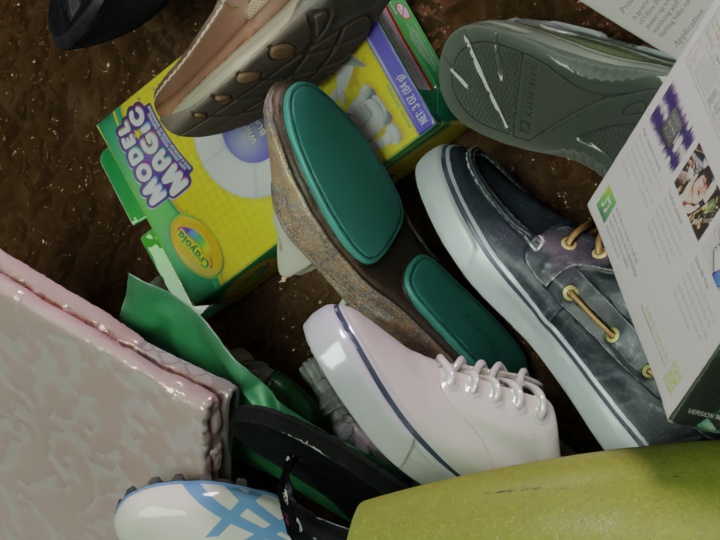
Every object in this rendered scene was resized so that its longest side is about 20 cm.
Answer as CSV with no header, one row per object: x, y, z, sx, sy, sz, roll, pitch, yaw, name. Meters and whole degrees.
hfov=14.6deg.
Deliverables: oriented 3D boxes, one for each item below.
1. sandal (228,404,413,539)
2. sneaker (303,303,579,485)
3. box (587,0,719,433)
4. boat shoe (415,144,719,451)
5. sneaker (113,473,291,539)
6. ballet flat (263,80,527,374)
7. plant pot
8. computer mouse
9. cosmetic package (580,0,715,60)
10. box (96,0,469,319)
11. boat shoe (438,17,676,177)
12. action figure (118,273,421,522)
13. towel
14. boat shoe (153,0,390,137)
0.015,0.135,1.350,0.200,0.048,0.075,39,159,-13,sandal
0.054,0.070,1.337,0.071,0.200,0.073,-41,33,11,sneaker
0.172,-0.051,1.197,0.200,0.036,0.145,-61,30,35,box
0.117,0.001,1.344,0.091,0.071,0.200,-42,79,24,boat shoe
-0.034,0.167,1.388,0.200,0.073,0.072,31,129,-8,sneaker
0.000,0.000,1.379,0.067,0.068,0.200,-28,102,38,ballet flat
0.094,0.158,1.262,0.199,0.187,0.188,6,96,9,plant pot
-0.081,-0.173,1.373,0.200,0.046,0.141,-57,29,17,computer mouse
0.102,-0.189,1.267,0.200,0.085,0.108,31,112,-16,cosmetic package
-0.051,-0.068,1.446,0.200,0.048,0.118,-37,74,28,box
0.135,-0.073,1.329,0.201,0.065,0.075,21,120,26,boat shoe
-0.033,0.078,1.423,0.200,0.055,0.118,33,153,14,action figure
-0.144,0.092,1.469,0.191,0.032,0.201,28,137,24,towel
-0.029,-0.145,1.368,0.200,0.076,0.072,-42,68,15,boat shoe
